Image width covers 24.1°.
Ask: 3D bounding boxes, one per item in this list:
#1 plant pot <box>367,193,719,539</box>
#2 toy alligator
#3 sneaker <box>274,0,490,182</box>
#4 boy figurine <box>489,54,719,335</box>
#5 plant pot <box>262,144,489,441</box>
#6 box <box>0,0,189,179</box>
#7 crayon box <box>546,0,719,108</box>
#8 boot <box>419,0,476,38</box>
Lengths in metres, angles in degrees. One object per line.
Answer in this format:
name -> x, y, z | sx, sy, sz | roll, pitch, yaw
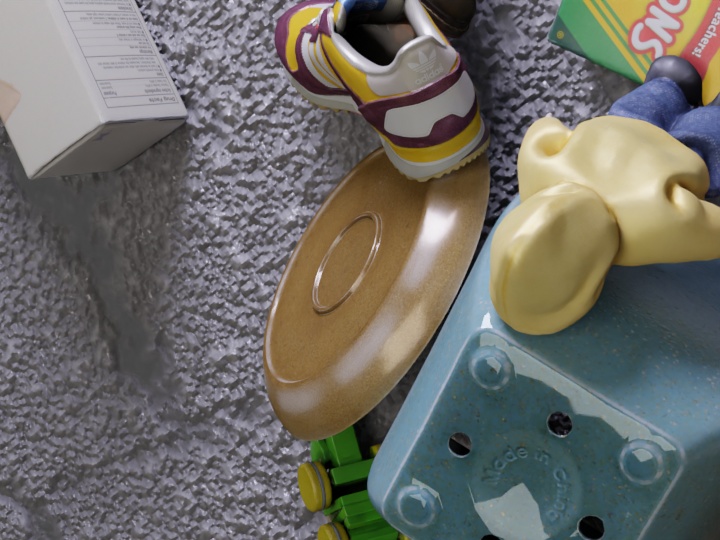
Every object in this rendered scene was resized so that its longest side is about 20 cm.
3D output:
plant pot -> 0.113, 0.080, 0.866 | 0.195, 0.200, 0.197 | 32, 111, 15
toy alligator -> -0.012, 0.124, 1.046 | 0.054, 0.059, 0.201 | 121, 134, -61
sneaker -> 0.004, -0.130, 0.946 | 0.200, 0.075, 0.090 | 41, 158, 49
boy figurine -> 0.129, -0.035, 0.809 | 0.124, 0.200, 0.065 | 27, 132, 20
plant pot -> 0.000, 0.000, 0.956 | 0.027, 0.200, 0.200 | 31, 118, -22
box -> -0.202, -0.166, 1.094 | 0.078, 0.095, 0.201 | -30, 80, 30
crayon box -> 0.211, -0.140, 0.883 | 0.200, 0.051, 0.127 | 28, 109, 24
boot -> 0.039, -0.238, 0.957 | 0.097, 0.075, 0.201 | -30, 79, 32
